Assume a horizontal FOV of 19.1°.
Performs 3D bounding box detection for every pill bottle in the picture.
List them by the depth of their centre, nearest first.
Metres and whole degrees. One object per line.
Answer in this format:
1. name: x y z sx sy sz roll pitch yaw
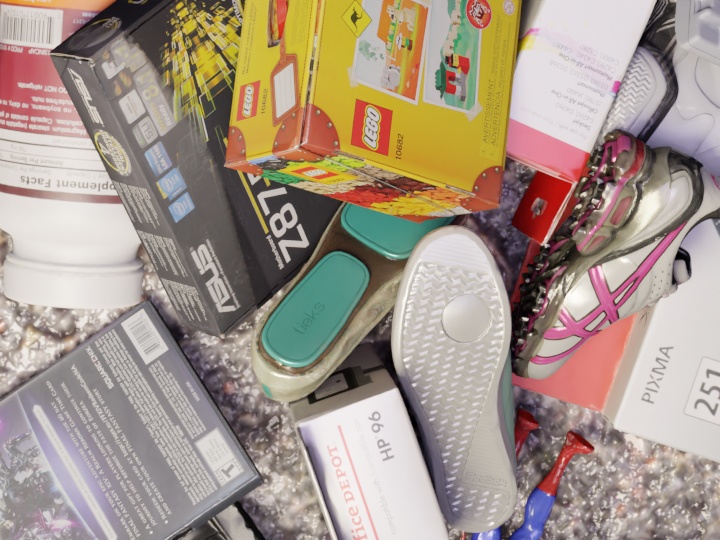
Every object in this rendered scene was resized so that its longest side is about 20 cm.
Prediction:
1. pill bottle: -0.168 -0.083 1.292 0.112 0.113 0.202 4 98 -5

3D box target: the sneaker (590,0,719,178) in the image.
1. sneaker: 0.224 -0.133 1.320 0.114 0.075 0.201 28 72 -6

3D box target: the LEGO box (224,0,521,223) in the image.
1. LEGO box: 0.013 -0.143 1.231 0.148 0.077 0.202 16 76 -35

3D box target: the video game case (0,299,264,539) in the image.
1. video game case: -0.178 0.129 1.327 0.199 0.019 0.143 -35 67 -1

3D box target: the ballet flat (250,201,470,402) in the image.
1. ballet flat: 0.000 0.000 1.299 0.067 0.062 0.200 38 66 16

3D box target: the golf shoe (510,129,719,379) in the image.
1. golf shoe: 0.153 0.006 1.299 0.092 0.073 0.200 19 136 -10

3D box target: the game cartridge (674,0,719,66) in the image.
1. game cartridge: 0.254 -0.197 1.294 0.132 0.041 0.201 19 62 -21

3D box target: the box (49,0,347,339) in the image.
1. box: -0.078 -0.087 1.267 0.161 0.049 0.201 -40 124 -27

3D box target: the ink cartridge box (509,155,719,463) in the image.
1. ink cartridge box: 0.194 0.006 1.371 0.172 0.044 0.201 18 96 -8

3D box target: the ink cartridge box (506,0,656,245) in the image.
1. ink cartridge box: 0.117 -0.124 1.309 0.067 0.116 0.201 23 94 -8

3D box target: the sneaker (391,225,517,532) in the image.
1. sneaker: 0.054 0.048 1.319 0.073 0.118 0.202 -8 117 -2

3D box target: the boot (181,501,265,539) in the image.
1. boot: -0.121 0.225 1.357 0.162 0.073 0.199 -35 92 -2

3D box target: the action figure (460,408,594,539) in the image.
1. action figure: 0.084 0.193 1.385 0.065 0.052 0.201 22 97 -12

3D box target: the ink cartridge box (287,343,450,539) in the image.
1. ink cartridge box: 0.005 0.123 1.289 0.067 0.200 0.117 -20 99 -2
